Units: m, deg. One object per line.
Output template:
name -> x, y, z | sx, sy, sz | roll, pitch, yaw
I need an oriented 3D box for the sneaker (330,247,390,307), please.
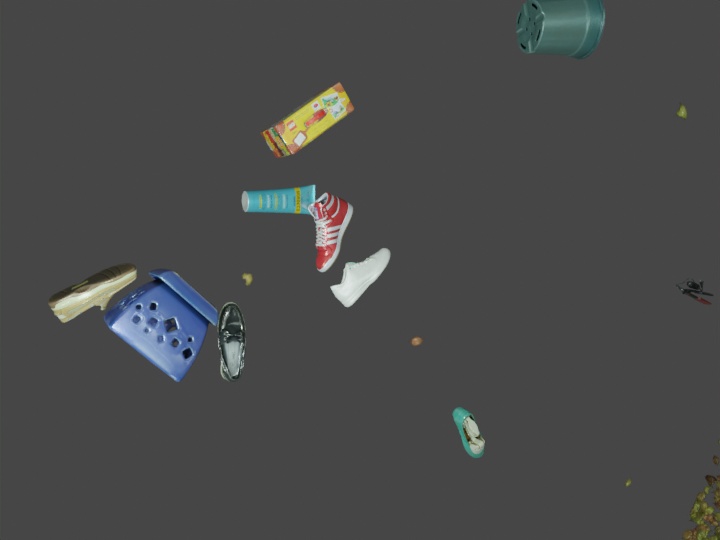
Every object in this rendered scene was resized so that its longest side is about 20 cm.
sneaker -> 0.000, 0.000, 1.587 | 0.088, 0.075, 0.201 | 43, 78, -10

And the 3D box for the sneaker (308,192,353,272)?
sneaker -> -0.099, -0.106, 1.514 | 0.112, 0.071, 0.203 | 29, 76, -38

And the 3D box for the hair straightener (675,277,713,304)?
hair straightener -> 1.294, 0.071, 2.221 | 0.197, 0.041, 0.078 | 18, 88, -21

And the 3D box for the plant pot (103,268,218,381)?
plant pot -> -0.448, 0.111, 1.319 | 0.200, 0.199, 0.181 | 45, 71, -21

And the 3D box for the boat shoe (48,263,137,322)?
boat shoe -> -0.600, 0.054, 1.315 | 0.197, 0.072, 0.077 | -25, 120, -13

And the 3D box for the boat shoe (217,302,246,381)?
boat shoe -> -0.323, 0.184, 1.452 | 0.073, 0.066, 0.204 | 4, 94, -25

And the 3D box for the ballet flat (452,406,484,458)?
ballet flat -> 0.351, 0.521, 1.804 | 0.067, 0.070, 0.202 | -33, 109, -18

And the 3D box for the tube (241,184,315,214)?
tube -> -0.206, -0.180, 1.483 | 0.197, 0.050, 0.079 | -6, 108, -31

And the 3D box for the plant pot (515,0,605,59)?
plant pot -> 0.586, -0.735, 1.719 | 0.192, 0.200, 0.204 | -9, 100, -16

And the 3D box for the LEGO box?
LEGO box -> -0.135, -0.372, 1.434 | 0.199, 0.148, 0.078 | -39, 110, -16
